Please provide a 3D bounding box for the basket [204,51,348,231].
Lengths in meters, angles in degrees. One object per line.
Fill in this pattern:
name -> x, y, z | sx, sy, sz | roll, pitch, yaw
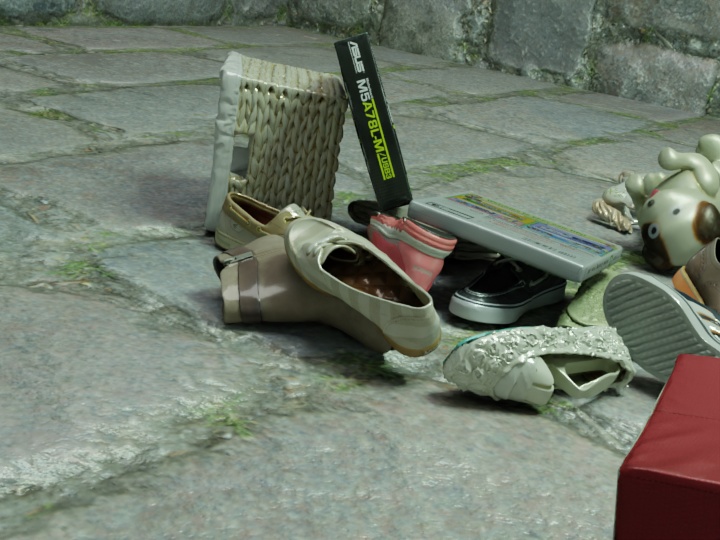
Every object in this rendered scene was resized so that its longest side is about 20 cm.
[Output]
basket -> -0.109, -0.158, 1.332 | 0.158, 0.201, 0.200 | 7, 17, -6

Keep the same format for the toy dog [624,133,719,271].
toy dog -> 0.434, -0.069, 1.406 | 0.139, 0.196, 0.199 | -26, 1, 35

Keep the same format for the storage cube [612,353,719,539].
storage cube -> 0.223, 0.161, 0.512 | 0.177, 0.203, 0.171 | 8, 17, 24

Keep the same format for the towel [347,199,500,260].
towel -> 0.090, -0.049, 1.327 | 0.131, 0.035, 0.199 | 4, 14, -40

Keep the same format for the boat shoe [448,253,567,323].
boat shoe -> 0.167, 0.008, 1.144 | 0.071, 0.069, 0.199 | 22, 23, 39

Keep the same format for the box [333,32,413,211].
box -> 0.017, -0.172, 1.244 | 0.047, 0.196, 0.200 | -13, 5, 3

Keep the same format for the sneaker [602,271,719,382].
sneaker -> 0.315, 0.074, 0.972 | 0.079, 0.079, 0.200 | -7, 43, -46

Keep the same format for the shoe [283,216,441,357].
shoe -> 0.000, 0.000, 0.954 | 0.070, 0.054, 0.199 | -38, 54, -21

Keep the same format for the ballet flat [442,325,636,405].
ballet flat -> 0.167, 0.085, 0.925 | 0.198, 0.073, 0.072 | -4, 21, -31

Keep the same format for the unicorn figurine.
unicorn figurine -> 0.427, -0.114, 1.610 | 0.198, 0.075, 0.137 | -9, 25, -42

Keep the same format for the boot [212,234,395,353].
boot -> -0.062, 0.028, 1.017 | 0.144, 0.071, 0.200 | -8, 29, -16

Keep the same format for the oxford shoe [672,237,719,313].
oxford shoe -> 0.392, 0.041, 1.077 | 0.071, 0.073, 0.201 | 17, 29, -30

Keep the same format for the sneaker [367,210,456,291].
sneaker -> 0.038, -0.012, 1.140 | 0.073, 0.088, 0.200 | 21, 0, -12

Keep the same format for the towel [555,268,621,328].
towel -> 0.298, 0.046, 1.136 | 0.146, 0.037, 0.200 | 15, 19, 18

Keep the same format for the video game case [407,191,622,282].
video game case -> 0.172, -0.041, 1.146 | 0.198, 0.022, 0.182 | 22, 16, 22

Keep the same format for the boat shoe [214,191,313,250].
boat shoe -> -0.083, -0.042, 1.193 | 0.198, 0.070, 0.073 | 17, 20, 26
